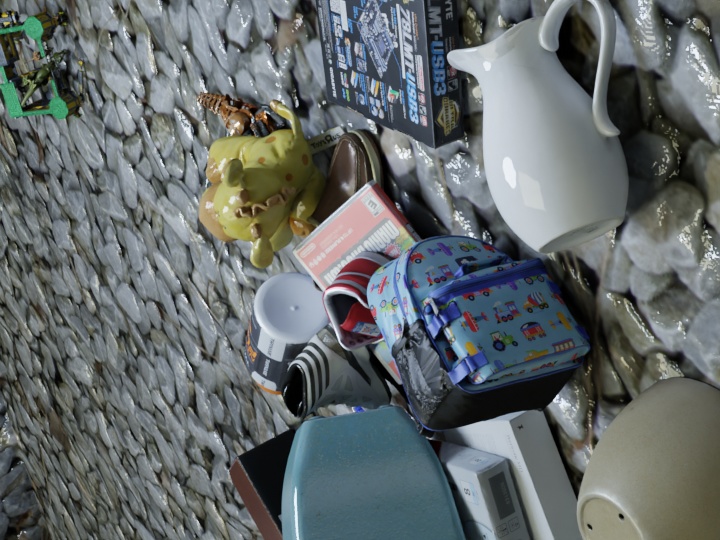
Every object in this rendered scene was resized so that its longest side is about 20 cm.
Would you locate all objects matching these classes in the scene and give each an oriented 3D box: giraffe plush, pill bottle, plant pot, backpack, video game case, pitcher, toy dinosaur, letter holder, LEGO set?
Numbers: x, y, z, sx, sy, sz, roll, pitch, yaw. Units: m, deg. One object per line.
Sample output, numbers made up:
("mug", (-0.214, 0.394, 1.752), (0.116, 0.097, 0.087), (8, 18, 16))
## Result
("giraffe plush", (-0.118, -0.084, 1.623), (0.173, 0.162, 0.200), (45, 129, -6))
("pill bottle", (-0.099, 0.094, 1.847), (0.106, 0.106, 0.200), (54, 155, 20))
("plant pot", (0.279, 0.217, 1.278), (0.200, 0.134, 0.201), (39, 142, 39))
("backpack", (0.110, 0.044, 1.400), (0.200, 0.182, 0.135), (64, 146, 27))
("video game case", (0.030, 0.015, 1.563), (0.200, 0.017, 0.143), (51, 125, 0))
("pitcher", (0.176, -0.131, 1.218), (0.171, 0.121, 0.201), (-32, 72, 47))
("toy dinosaur", (-0.139, -0.163, 1.771), (0.200, 0.102, 0.136), (63, 142, 44))
("letter holder", (-0.111, 0.365, 2.097), (0.200, 0.100, 0.142), (58, 153, 13))
("plant pot", (0.003, 0.263, 1.594), (0.196, 0.195, 0.201), (121, 140, -76))
("LEGO set", (-0.509, -0.338, 2.253), (0.153, 0.116, 0.201), (-12, 107, 31))

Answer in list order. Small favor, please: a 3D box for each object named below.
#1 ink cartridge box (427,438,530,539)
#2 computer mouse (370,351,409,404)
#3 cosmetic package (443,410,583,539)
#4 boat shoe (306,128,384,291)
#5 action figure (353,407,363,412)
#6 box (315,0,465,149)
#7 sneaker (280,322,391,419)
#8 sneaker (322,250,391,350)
("ink cartridge box", (0.116, 0.279, 1.591), (0.200, 0.047, 0.161), (3, 114, 60))
("computer mouse", (0.042, 0.071, 1.617), (0.140, 0.046, 0.200), (39, 139, 38))
("cosmetic package", (0.178, 0.250, 1.561), (0.151, 0.052, 0.201), (-8, 104, 65))
("boat shoe", (-0.022, -0.062, 1.614), (0.075, 0.075, 0.203), (32, 128, 45))
("action figure", (-0.013, 0.192, 1.802), (0.065, 0.099, 0.201), (7, 120, 59))
("box", (0.026, -0.247, 1.436), (0.198, 0.050, 0.201), (29, 135, 47))
("sneaker", (-0.037, 0.135, 1.636), (0.076, 0.115, 0.201), (45, 169, 32))
("sneaker", (0.051, 0.061, 1.491), (0.200, 0.112, 0.071), (30, 124, 14))
